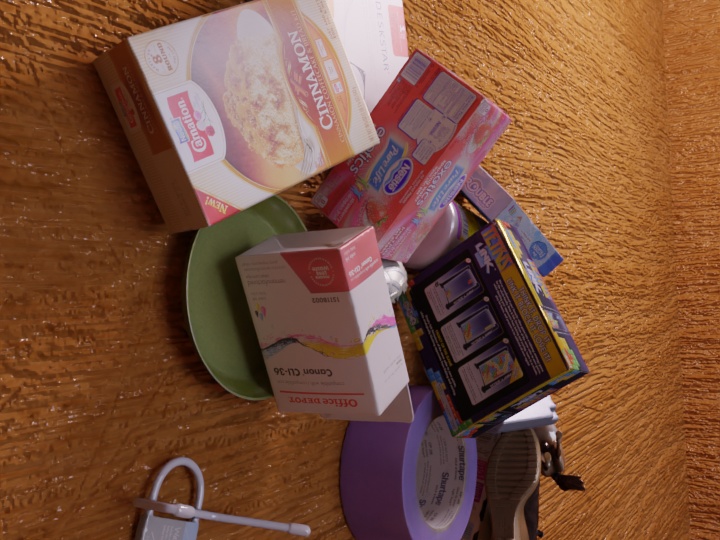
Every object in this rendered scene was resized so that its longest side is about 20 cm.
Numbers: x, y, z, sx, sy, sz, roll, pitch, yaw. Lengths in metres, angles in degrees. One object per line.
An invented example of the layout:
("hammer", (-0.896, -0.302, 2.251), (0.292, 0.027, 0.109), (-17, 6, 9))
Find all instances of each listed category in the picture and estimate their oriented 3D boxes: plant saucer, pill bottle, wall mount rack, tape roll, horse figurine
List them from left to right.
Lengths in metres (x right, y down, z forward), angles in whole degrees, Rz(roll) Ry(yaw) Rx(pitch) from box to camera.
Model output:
("wall mount rack", (-0.127, 0.264, 0.648), (0.174, 0.074, 0.201), (35, 59, -51))
("plant saucer", (-0.105, 0.022, 0.748), (0.200, 0.031, 0.201), (7, 82, -57))
("tape roll", (0.064, 0.240, 0.947), (0.200, 0.085, 0.201), (7, 82, -57))
("pill bottle", (0.119, -0.035, 1.043), (0.200, 0.104, 0.105), (22, 69, -55))
("horse figurine", (0.264, 0.230, 1.112), (0.133, 0.050, 0.200), (69, 8, -55))

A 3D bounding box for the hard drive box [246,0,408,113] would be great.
("hard drive box", (-0.025, -0.232, 0.858), (0.200, 0.077, 0.156), (-21, 106, -57))

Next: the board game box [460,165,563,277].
("board game box", (0.175, -0.100, 1.081), (0.199, 0.043, 0.200), (36, 13, -51))

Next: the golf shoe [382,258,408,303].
("golf shoe", (0.000, 0.000, 0.846), (0.200, 0.078, 0.097), (-64, 143, -62))

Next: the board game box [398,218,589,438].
("board game box", (0.145, 0.068, 0.910), (0.057, 0.165, 0.200), (17, 45, -49))

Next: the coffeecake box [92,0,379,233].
("coffeecake box", (-0.098, -0.142, 0.671), (0.200, 0.073, 0.154), (-32, 107, -36))

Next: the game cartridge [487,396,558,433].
("game cartridge", (0.170, 0.127, 1.053), (0.133, 0.041, 0.200), (5, 45, -38))

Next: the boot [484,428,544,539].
("boot", (0.220, 0.318, 1.093), (0.166, 0.072, 0.201), (36, 62, -65))

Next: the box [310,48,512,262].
("box", (0.055, -0.118, 0.843), (0.200, 0.103, 0.095), (-54, 154, 14))

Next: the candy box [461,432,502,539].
("candy box", (0.189, 0.312, 1.135), (0.136, 0.061, 0.200), (39, 64, -50))

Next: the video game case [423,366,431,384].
("video game case", (0.163, 0.133, 1.173), (0.182, 0.022, 0.200), (62, 40, -33))

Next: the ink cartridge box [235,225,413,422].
("ink cartridge box", (-0.029, 0.067, 0.728), (0.067, 0.116, 0.201), (-38, 118, -54))
